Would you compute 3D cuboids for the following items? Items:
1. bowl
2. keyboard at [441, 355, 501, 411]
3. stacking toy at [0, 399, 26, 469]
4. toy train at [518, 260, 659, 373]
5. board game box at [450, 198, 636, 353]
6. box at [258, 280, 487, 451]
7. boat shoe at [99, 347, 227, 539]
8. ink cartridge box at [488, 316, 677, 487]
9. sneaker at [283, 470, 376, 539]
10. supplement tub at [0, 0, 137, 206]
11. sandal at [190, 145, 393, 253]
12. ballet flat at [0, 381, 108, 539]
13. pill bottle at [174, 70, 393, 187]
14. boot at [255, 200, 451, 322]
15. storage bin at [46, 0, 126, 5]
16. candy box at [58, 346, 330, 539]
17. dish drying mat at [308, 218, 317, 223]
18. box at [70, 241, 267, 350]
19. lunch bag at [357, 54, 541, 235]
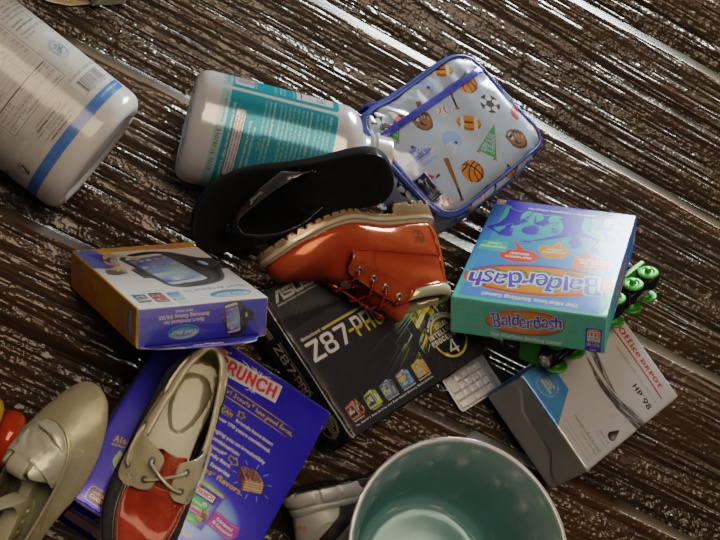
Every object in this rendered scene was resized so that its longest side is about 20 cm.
[{"bbox_3d":[0.069,0.253,1.239,0.201,0.105,0.201,6,69,-17],"label":"bowl"},{"bbox_3d":[0.070,0.047,1.463,0.056,0.011,0.200,-27,81,-33],"label":"keyboard"},{"bbox_3d":[-0.329,0.122,1.191,0.200,0.085,0.085,28,58,-17],"label":"stacking toy"},{"bbox_3d":[0.232,0.042,1.451,0.056,0.042,0.200,24,41,35],"label":"toy train"},{"bbox_3d":[0.186,0.001,1.439,0.152,0.045,0.200,7,34,15],"label":"board game box"},{"bbox_3d":[0.007,0.058,1.385,0.200,0.049,0.161,-28,81,-38],"label":"box"},{"bbox_3d":[-0.157,0.155,1.178,0.071,0.063,0.200,26,60,-12],"label":"boat shoe"},{"bbox_3d":[0.241,0.120,1.475,0.200,0.067,0.116,-31,83,-37],"label":"ink cartridge box"},{"bbox_3d":[0.024,0.224,1.332,0.200,0.074,0.080,-9,86,-25],"label":"sneaker"},{"bbox_3d":[-0.315,-0.165,1.298,0.200,0.132,0.132,38,56,-5],"label":"supplement tub"},{"bbox_3d":[-0.068,-0.066,1.335,0.043,0.200,0.076,-95,164,-60],"label":"sandal"},{"bbox_3d":[-0.268,0.178,1.146,0.069,0.069,0.200,27,90,-13],"label":"ballet flat"},{"bbox_3d":[-0.072,-0.118,1.393,0.200,0.111,0.111,14,61,-10],"label":"pill bottle"},{"bbox_3d":[0.000,0.000,1.337,0.200,0.075,0.107,-10,75,-35],"label":"boot"},{"bbox_3d":[-0.262,-0.388,1.387,0.094,0.200,0.199,-11,72,-32],"label":"storage bin"},{"bbox_3d":[-0.145,0.168,1.260,0.169,0.077,0.200,34,58,-6],"label":"candy box"},{"bbox_3d":[-0.031,0.000,1.430,0.077,0.018,0.200,5,65,-26],"label":"dish drying mat"},{"bbox_3d":[-0.166,0.022,1.257,0.119,0.200,0.042,-5,107,-29],"label":"box"},{"bbox_3d":[0.083,-0.135,1.518,0.200,0.076,0.160,-36,84,-35],"label":"lunch bag"}]
